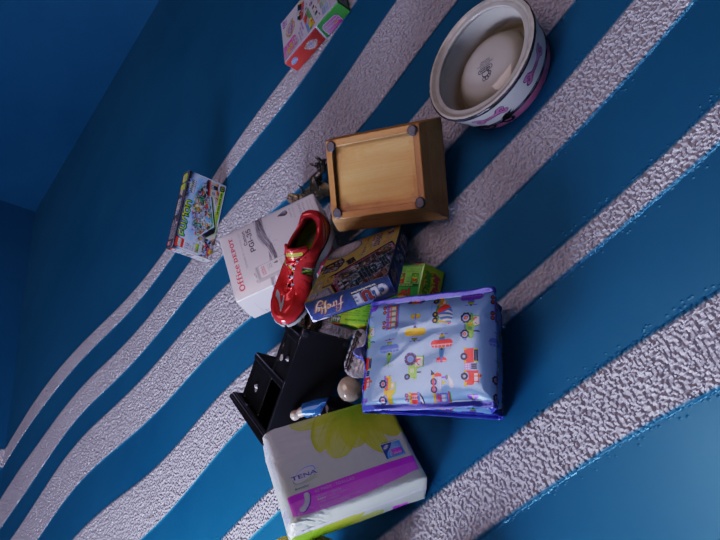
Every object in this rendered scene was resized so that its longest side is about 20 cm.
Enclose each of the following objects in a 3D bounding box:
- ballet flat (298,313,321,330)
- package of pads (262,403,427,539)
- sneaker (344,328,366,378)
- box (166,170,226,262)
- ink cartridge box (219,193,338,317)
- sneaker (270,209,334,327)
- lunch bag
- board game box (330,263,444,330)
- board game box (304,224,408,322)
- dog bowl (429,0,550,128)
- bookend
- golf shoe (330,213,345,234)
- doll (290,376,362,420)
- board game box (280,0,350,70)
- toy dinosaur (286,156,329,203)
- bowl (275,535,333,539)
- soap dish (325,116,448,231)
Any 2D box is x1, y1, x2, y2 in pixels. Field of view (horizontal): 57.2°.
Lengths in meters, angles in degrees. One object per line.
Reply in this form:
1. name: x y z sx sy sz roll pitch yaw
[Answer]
1. ballet flat: -0.092 0.017 1.234 0.067 0.046 0.203 -12 64 47
2. package of pads: -0.026 0.270 0.921 0.155 0.197 0.069 -121 23 -45
3. sneaker: 0.031 0.140 1.009 0.076 0.080 0.200 -71 18 -2
4. box: -0.407 -0.134 1.643 0.034 0.109 0.203 -9 67 48
5. ink cartridge box: -0.142 -0.025 1.201 0.198 0.083 0.148 -25 61 5
6. sneaker: -0.108 -0.009 1.089 0.076 0.085 0.203 12 74 20
7. lunch bag: 0.084 0.111 0.866 0.197 0.094 0.153 -3 68 17
8. board game box: 0.039 0.046 1.058 0.199 0.047 0.103 -1 73 51
9. board game box: 0.000 0.000 1.015 0.134 0.035 0.200 -19 20 18
10. dog bowl: 0.200 -0.308 1.004 0.199 0.073 0.203 -25 55 42
11. bookend: -0.128 0.175 1.143 0.198 0.091 0.203 28 99 60
12. golf shoe: -0.011 -0.156 1.175 0.201 0.096 0.079 -52 42 23
13. doll: -0.052 0.258 1.038 0.135 0.048 0.202 26 99 12
14. board game box: -0.110 -0.593 1.547 0.199 0.040 0.155 -37 48 35
15. toy dinosaur: -0.085 -0.175 1.308 0.199 0.047 0.090 -3 84 59
16. bowl: -0.065 0.447 0.931 0.201 0.199 0.108 -52 -2 21
17. soap dish: 0.037 -0.151 1.051 0.197 0.081 0.160 -5 89 27
